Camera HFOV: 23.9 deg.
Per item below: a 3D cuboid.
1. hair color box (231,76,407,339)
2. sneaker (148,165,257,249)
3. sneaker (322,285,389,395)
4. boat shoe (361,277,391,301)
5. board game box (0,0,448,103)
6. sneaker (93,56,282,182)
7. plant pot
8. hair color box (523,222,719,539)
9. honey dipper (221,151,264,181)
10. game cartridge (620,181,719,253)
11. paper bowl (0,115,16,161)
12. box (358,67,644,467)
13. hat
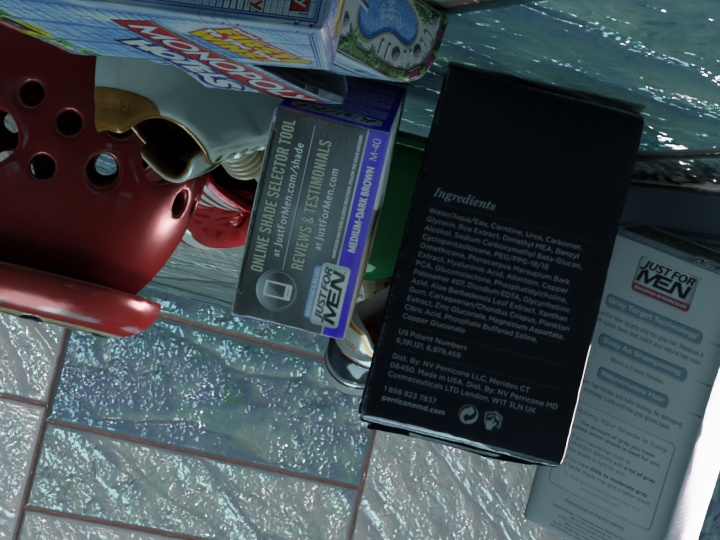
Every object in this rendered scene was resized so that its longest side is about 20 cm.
[{"bbox_3d":[-0.018,-0.043,0.920,0.065,0.109,0.200,14,-167,2],"label":"hair color box"},{"bbox_3d":[-0.103,-0.054,1.428,0.115,0.078,0.200,11,175,28],"label":"sneaker"},{"bbox_3d":[0.072,0.049,1.373,0.200,0.078,0.079,-11,146,-22],"label":"sneaker"},{"bbox_3d":[0.033,0.004,1.419,0.076,0.072,0.200,-10,144,7],"label":"boat shoe"},{"bbox_3d":[-0.058,-0.121,0.764,0.200,0.062,0.200,10,173,37],"label":"board game box"},{"bbox_3d":[-0.091,-0.088,1.044,0.073,0.085,0.200,5,172,42],"label":"sneaker"},{"bbox_3d":[-0.204,-0.057,1.130,0.200,0.183,0.200,13,176,1],"label":"plant pot"},{"bbox_3d":[0.180,0.081,1.064,0.099,0.200,0.061,24,-161,33],"label":"hair color box"},{"bbox_3d":[-0.074,-0.068,1.298,0.038,0.038,0.200,12,167,13],"label":"honey dipper"},{"bbox_3d":[0.185,0.009,1.112,0.200,0.133,0.042,9,-165,35],"label":"game cartridge"},{"bbox_3d":[-0.374,-0.114,1.332,0.200,0.104,0.201,13,175,1],"label":"paper bowl"},{"bbox_3d":[0.079,0.008,1.001,0.117,0.200,0.197,13,175,3],"label":"box"},{"bbox_3d":[0.000,0.000,1.209,0.166,0.176,0.200,15,174,-21],"label":"hat"}]
